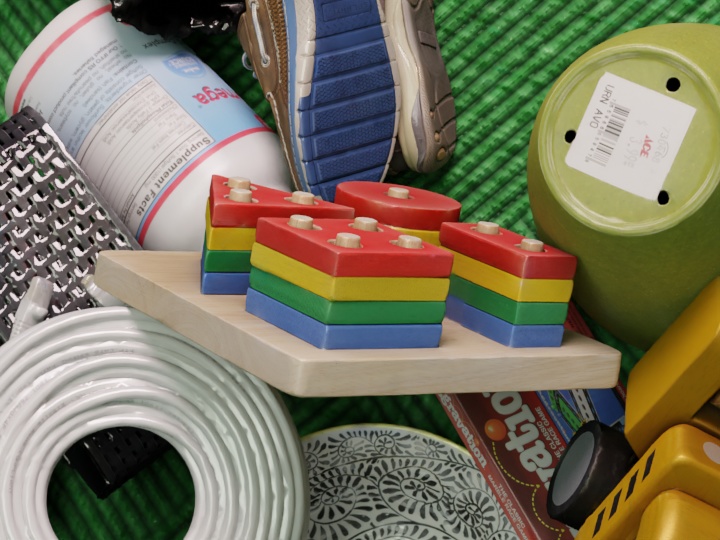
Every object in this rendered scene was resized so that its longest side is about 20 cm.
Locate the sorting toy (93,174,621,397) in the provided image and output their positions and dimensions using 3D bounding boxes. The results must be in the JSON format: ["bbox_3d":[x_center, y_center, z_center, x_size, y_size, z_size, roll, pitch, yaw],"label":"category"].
[{"bbox_3d":[0.000,0.000,1.037,0.199,0.200,0.070,24,109,51],"label":"sorting toy"}]

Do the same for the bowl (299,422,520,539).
[{"bbox_3d":[0.006,0.191,1.125,0.200,0.094,0.201,0,74,0],"label":"bowl"}]

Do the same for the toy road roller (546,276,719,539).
[{"bbox_3d":[0.183,0.117,1.001,0.123,0.146,0.200,27,125,-11],"label":"toy road roller"}]

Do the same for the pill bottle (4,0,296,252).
[{"bbox_3d":[-0.108,-0.063,1.197,0.200,0.109,0.109,45,100,18],"label":"pill bottle"}]

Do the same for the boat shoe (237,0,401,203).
[{"bbox_3d":[-0.028,-0.130,1.138,0.072,0.072,0.200,11,108,50],"label":"boat shoe"}]

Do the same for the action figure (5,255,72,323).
[{"bbox_3d":[-0.218,0.068,1.252,0.118,0.055,0.200,14,83,22],"label":"action figure"}]

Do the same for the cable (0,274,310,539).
[{"bbox_3d":[-0.122,0.116,1.048,0.200,0.069,0.200,29,76,-5],"label":"cable"}]

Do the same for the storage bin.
[{"bbox_3d":[-0.169,0.022,1.165,0.094,0.135,0.200,-36,87,-15],"label":"storage bin"}]

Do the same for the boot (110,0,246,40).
[{"bbox_3d":[-0.155,-0.197,1.184,0.163,0.198,0.073,56,144,36],"label":"boot"}]

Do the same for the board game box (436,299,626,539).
[{"bbox_3d":[0.120,0.111,1.109,0.200,0.103,0.019,60,148,15],"label":"board game box"}]

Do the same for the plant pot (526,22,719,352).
[{"bbox_3d":[0.159,-0.051,1.051,0.187,0.200,0.187,-2,84,20],"label":"plant pot"}]

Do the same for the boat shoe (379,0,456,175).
[{"bbox_3d":[0.004,-0.152,1.184,0.073,0.074,0.200,-10,80,18],"label":"boat shoe"}]
